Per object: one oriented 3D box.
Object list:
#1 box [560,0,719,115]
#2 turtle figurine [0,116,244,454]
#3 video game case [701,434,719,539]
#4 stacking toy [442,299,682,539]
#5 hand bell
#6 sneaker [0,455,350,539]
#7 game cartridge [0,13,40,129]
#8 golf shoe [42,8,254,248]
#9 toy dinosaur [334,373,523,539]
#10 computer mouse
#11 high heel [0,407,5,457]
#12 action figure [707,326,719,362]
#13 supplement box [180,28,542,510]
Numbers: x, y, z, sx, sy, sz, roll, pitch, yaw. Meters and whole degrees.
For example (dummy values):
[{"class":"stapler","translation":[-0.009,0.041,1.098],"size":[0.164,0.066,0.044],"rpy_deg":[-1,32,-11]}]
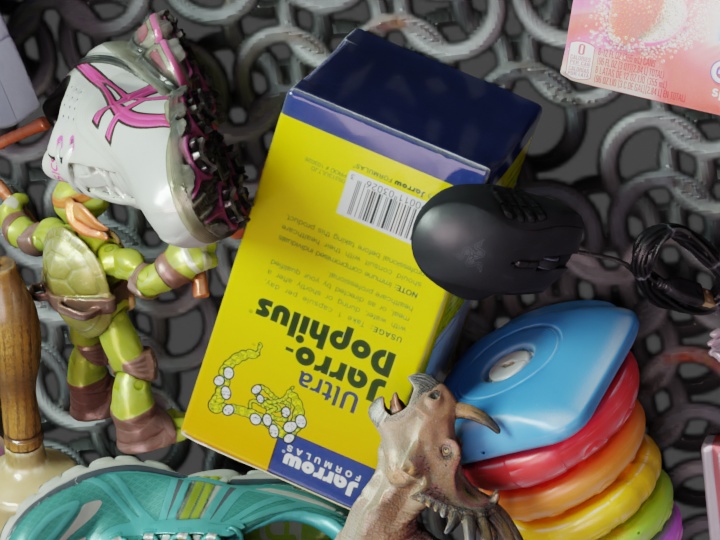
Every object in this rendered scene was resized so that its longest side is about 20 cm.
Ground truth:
[{"class":"box","translation":[0.204,-0.123,1.316],"size":[0.199,0.103,0.095],"rpy_deg":[14,114,14]},{"class":"turtle figurine","translation":[-0.130,0.014,1.473],"size":[0.199,0.064,0.162],"rpy_deg":[14,126,39]},{"class":"video game case","translation":[0.278,0.151,1.441],"size":[0.199,0.017,0.144],"rpy_deg":[-2,109,18]},{"class":"stacking toy","translation":[0.123,0.124,1.446],"size":[0.116,0.110,0.200],"rpy_deg":[-17,115,37]},{"class":"hand bell","translation":[-0.180,0.082,1.496],"size":[0.104,0.104,0.201],"rpy_deg":[6,124,16]},{"class":"sneaker","translation":[-0.090,0.141,1.477],"size":[0.199,0.080,0.078],"rpy_deg":[-4,106,-18]},{"class":"game cartridge","translation":[-0.235,-0.159,1.441],"size":[0.201,0.040,0.133],"rpy_deg":[62,156,-10]},{"class":"golf shoe","translation":[-0.108,-0.054,1.387],"size":[0.092,0.200,0.073],"rpy_deg":[-28,116,3]},{"class":"toy dinosaur","translation":[0.033,0.159,1.397],"size":[0.135,0.086,0.200],"rpy_deg":[-26,133,1]},{"class":"computer mouse","translation":[0.108,-0.002,1.363],"size":[0.199,0.034,0.059],"rpy_deg":[9,115,-34]},{"class":"high heel","translation":[-0.279,0.064,1.562],"size":[0.096,0.067,0.200],"rpy_deg":[-40,97,16]},{"class":"action figure","translation":[0.252,0.026,1.365],"size":[0.148,0.134,0.201],"rpy_deg":[-10,124,-6]},{"class":"supplement box","translation":[0.000,0.000,1.425],"size":[0.109,0.109,0.201],"rpy_deg":[23,115,9]}]
